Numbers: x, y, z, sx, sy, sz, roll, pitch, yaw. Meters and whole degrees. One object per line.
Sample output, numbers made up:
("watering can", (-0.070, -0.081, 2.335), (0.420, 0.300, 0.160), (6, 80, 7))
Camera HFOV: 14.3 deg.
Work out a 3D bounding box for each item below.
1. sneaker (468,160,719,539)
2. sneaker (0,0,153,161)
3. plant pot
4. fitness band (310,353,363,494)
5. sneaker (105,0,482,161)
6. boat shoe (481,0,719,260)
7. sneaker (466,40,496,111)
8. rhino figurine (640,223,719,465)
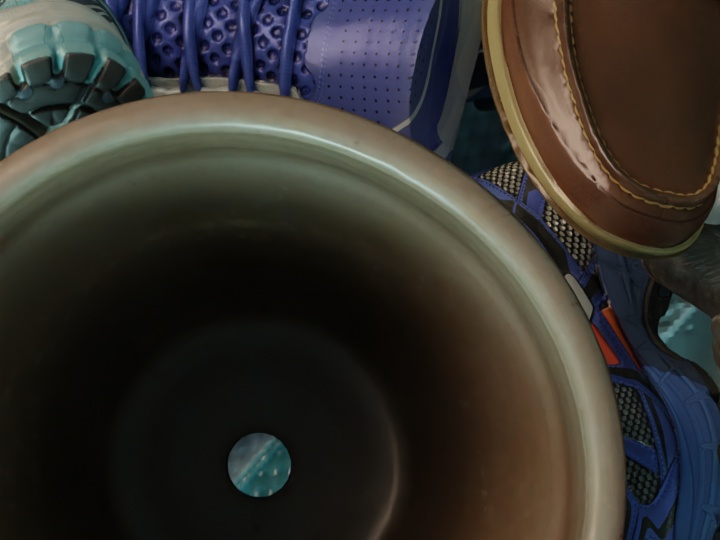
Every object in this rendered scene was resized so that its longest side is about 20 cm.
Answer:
("sneaker", (0.062, 0.043, 0.881), (0.200, 0.078, 0.075), (-101, 13, -45))
("sneaker", (-0.087, -0.026, 0.905), (0.078, 0.200, 0.086), (-12, 51, -8))
("plant pot", (-0.034, 0.057, 0.805), (0.175, 0.200, 0.200), (109, -174, -87))
("fitness band", (-0.047, 0.067, 0.981), (0.200, 0.037, 0.144), (-51, 47, 53))
("sneaker", (-0.065, -0.073, 0.951), (0.199, 0.115, 0.081), (6, 81, 42))
("boat shoe", (0.080, -0.099, 0.864), (0.068, 0.072, 0.200), (127, 149, -51))
("sneaker", (0.028, -0.086, 1.007), (0.200, 0.082, 0.074), (-13, 80, 41))
("rhino figurine", (0.143, 0.031, 0.817), (0.200, 0.087, 0.060), (-129, 34, -49))
